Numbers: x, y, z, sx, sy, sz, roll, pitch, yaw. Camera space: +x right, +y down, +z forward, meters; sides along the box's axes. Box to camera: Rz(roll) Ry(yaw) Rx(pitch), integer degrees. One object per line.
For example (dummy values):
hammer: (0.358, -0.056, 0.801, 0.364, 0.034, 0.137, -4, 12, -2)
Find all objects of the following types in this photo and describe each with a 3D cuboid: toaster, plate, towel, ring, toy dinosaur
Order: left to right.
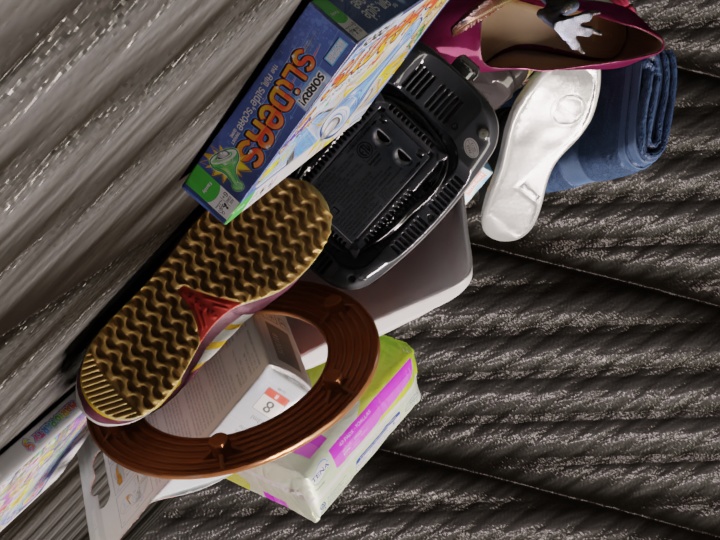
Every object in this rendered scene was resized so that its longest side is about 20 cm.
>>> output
ring: (-0.085, 0.062, 1.059, 0.200, 0.199, 0.019, -47, 135, -38)
plate: (0.000, 0.000, 1.233, 0.199, 0.032, 0.200, -26, -151, 17)
toaster: (0.011, -0.070, 1.138, 0.200, 0.114, 0.129, -49, 180, 11)
toy dinosaur: (0.152, -0.255, 1.207, 0.182, 0.199, 0.105, -105, -157, -47)
towel: (0.202, -0.128, 1.466, 0.199, 0.048, 0.112, -10, -115, 54)

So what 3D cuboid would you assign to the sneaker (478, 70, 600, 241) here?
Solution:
sneaker: (0.144, -0.132, 1.409, 0.100, 0.070, 0.201, -101, -154, -50)

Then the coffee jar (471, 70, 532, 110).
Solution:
coffee jar: (0.136, -0.221, 1.345, 0.200, 0.085, 0.104, -49, -175, -20)

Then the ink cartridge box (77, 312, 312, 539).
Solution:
ink cartridge box: (-0.124, 0.105, 1.166, 0.200, 0.050, 0.162, -52, -150, 16)

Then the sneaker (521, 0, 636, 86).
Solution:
sneaker: (0.152, -0.201, 1.462, 0.199, 0.081, 0.075, -15, -145, 48)

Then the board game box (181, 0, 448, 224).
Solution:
board game box: (-0.013, -0.116, 0.925, 0.136, 0.034, 0.200, -51, 177, 32)

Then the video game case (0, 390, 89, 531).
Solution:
video game case: (-0.236, 0.147, 1.089, 0.143, 0.018, 0.200, -52, 176, 36)

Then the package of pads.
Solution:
package of pads: (-0.069, 0.091, 1.267, 0.155, 0.199, 0.068, -47, 142, -33)

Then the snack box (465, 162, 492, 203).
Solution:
snack box: (0.054, -0.094, 1.472, 0.116, 0.037, 0.200, -50, -158, 17)

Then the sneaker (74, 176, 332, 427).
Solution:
sneaker: (-0.103, 0.017, 1.019, 0.200, 0.075, 0.090, -42, -177, -19)

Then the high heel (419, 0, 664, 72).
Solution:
high heel: (0.134, -0.179, 1.219, 0.199, 0.096, 0.068, -13, 111, -37)
